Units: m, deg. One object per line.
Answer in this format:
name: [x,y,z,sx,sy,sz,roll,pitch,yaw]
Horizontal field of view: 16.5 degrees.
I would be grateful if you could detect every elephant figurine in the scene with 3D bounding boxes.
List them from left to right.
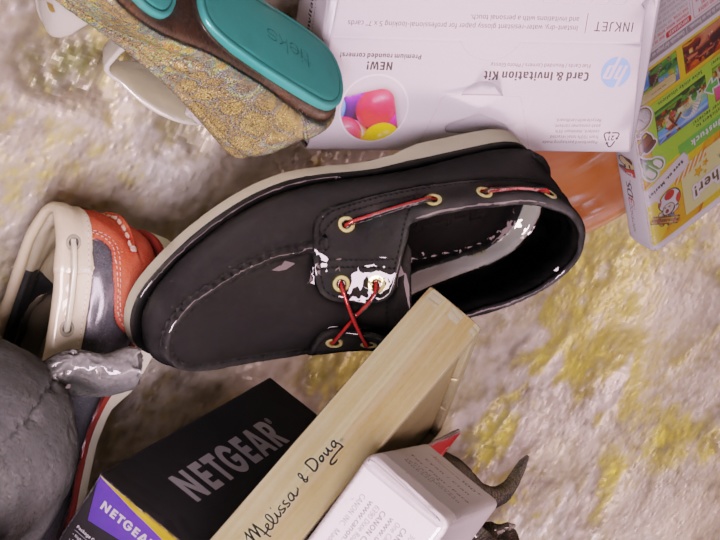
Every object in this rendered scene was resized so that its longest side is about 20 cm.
elephant figurine: [-0.176,0.095,0.892,0.200,0.141,0.156,-79,-172,-81]

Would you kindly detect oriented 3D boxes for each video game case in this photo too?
video game case: [0.195,-0.132,1.198,0.200,0.023,0.183,-37,136,-22]

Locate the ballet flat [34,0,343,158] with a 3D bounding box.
ballet flat: [-0.087,-0.104,0.970,0.071,0.071,0.200,-54,131,-2]

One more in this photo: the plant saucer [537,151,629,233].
plant saucer: [0.107,-0.111,1.171,0.199,0.037,0.201,-25,132,-31]

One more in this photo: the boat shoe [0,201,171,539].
boat shoe: [-0.142,0.067,1.023,0.062,0.071,0.201,20,99,-44]

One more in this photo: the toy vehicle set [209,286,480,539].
toy vehicle set: [-0.030,0.106,0.978,0.200,0.026,0.124,-48,170,-22]

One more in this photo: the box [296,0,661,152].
box: [0.057,-0.150,1.049,0.155,0.041,0.201,-1,114,-19]

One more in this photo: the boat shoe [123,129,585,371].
boat shoe: [0.000,-0.002,1.022,0.200,0.063,0.074,-18,134,-24]

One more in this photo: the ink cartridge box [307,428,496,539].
ink cartridge box: [-0.019,0.158,1.001,0.201,0.045,0.176,-54,169,9]

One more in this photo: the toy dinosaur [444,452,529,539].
toy dinosaur: [0.021,0.120,1.204,0.200,0.102,0.077,-40,165,-37]

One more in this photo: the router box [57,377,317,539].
router box: [-0.092,0.138,1.045,0.158,0.052,0.200,-56,170,18]
